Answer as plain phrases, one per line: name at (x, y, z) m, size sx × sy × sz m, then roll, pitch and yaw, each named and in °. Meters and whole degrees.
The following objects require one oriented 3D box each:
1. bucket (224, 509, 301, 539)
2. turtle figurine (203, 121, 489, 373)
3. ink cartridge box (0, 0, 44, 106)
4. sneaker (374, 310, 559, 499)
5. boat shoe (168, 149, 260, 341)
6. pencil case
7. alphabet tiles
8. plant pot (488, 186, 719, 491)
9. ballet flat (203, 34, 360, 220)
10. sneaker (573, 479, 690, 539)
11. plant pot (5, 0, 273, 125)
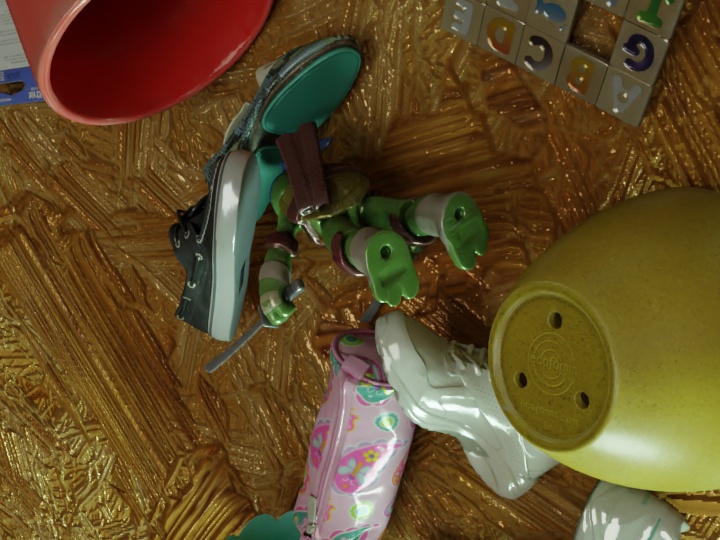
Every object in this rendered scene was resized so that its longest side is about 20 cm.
bucket at (-0.056, 0.332, 0.904) m, size 0.206 × 0.207 × 0.136 m, roll 36°, pitch 128°, yaw 15°
turtle figurine at (0.000, 0.000, 0.757) m, size 0.193 × 0.142 × 0.203 m, roll 12°, pitch 91°, yaw 57°
ink cartridge box at (-0.328, -0.255, 0.945) m, size 0.118 × 0.042 × 0.203 m, roll 0°, pitch 105°, yaw 32°
sneaker at (0.093, 0.083, 0.770) m, size 0.099 × 0.078 × 0.200 m, roll -36°, pitch 122°, yaw 21°
boat shoe at (-0.123, -0.021, 0.829) m, size 0.065 × 0.070 × 0.201 m, roll 15°, pitch 141°, yaw 2°
pencil case at (-0.003, 0.149, 0.865) m, size 0.087 × 0.087 × 0.202 m, roll 26°, pitch 121°, yaw 21°
alphabet tiles at (0.119, -0.206, 0.670) m, size 0.199 × 0.008 × 0.168 m, roll 33°, pitch 138°, yaw 23°
plant pot at (0.165, 0.052, 0.649) m, size 0.199 × 0.141 × 0.203 m, roll 10°, pitch 103°, yaw 50°
ballet flat at (-0.072, -0.124, 0.823) m, size 0.074 × 0.074 × 0.200 m, roll 45°, pitch 121°, yaw 9°
sneaker at (0.194, 0.256, 0.795) m, size 0.079 × 0.070 × 0.203 m, roll 20°, pitch 117°, yaw 21°
plant pot at (-0.191, -0.241, 0.783) m, size 0.201 × 0.199 × 0.178 m, roll -46°, pitch 71°, yaw 35°
